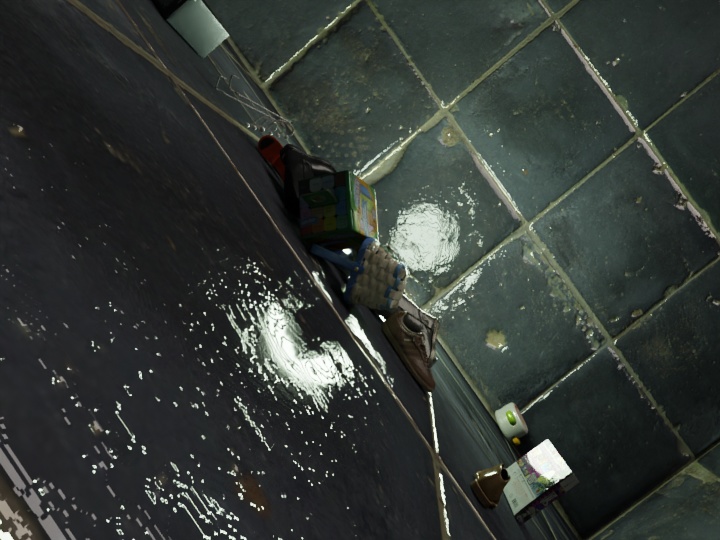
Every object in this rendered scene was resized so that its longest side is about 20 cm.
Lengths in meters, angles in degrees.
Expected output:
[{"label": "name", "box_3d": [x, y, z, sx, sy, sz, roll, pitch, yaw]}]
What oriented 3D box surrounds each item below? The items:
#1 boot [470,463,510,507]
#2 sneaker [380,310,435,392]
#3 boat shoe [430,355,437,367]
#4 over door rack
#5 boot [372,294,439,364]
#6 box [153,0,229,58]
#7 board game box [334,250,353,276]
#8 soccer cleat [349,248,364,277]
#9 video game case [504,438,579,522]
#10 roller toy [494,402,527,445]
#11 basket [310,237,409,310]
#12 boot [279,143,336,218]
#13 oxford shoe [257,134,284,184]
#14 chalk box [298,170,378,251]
[{"label": "boot", "box_3d": [0.275, 0.431, 1.168, 0.074, 0.075, 0.200, 53, 3, 21]}, {"label": "sneaker", "box_3d": [0.130, 0.191, 1.373, 0.202, 0.075, 0.070, 54, 5, 5]}, {"label": "boat shoe", "box_3d": [0.136, 0.175, 1.549, 0.203, 0.071, 0.070, 55, 5, 8]}, {"label": "over door rack", "box_3d": [-0.272, -0.396, 1.429, 0.198, 0.068, 0.147, 36, -2, -33]}, {"label": "boot", "box_3d": [0.105, 0.137, 1.452, 0.198, 0.072, 0.185, 38, 44, -23]}, {"label": "box", "box_3d": [-0.469, -0.704, 1.518, 0.184, 0.103, 0.200, 54, 5, 14]}, {"label": "board game box", "box_3d": [-0.082, -0.091, 1.430, 0.203, 0.043, 0.199, 58, 5, 24]}, {"label": "soccer cleat", "box_3d": [0.010, -0.009, 1.366, 0.085, 0.062, 0.205, 69, 17, -51]}, {"label": "video game case", "box_3d": [0.451, 0.539, 1.483, 0.036, 0.180, 0.200, 50, 5, -5]}, {"label": "roller toy", "box_3d": [0.843, 0.856, 3.228, 0.203, 0.137, 0.183, 56, 15, -12]}, {"label": "basket", "box_3d": [0.000, 0.000, 1.182, 0.194, 0.144, 0.176, 19, 0, 8]}, {"label": "boot", "box_3d": [-0.110, -0.189, 1.334, 0.161, 0.066, 0.203, 19, 35, -32]}, {"label": "oxford shoe", "box_3d": [-0.182, -0.260, 1.473, 0.202, 0.071, 0.073, 53, 1, -8]}, {"label": "chalk box", "box_3d": [-0.052, -0.123, 1.187, 0.199, 0.121, 0.129, 16, 68, -67]}]
